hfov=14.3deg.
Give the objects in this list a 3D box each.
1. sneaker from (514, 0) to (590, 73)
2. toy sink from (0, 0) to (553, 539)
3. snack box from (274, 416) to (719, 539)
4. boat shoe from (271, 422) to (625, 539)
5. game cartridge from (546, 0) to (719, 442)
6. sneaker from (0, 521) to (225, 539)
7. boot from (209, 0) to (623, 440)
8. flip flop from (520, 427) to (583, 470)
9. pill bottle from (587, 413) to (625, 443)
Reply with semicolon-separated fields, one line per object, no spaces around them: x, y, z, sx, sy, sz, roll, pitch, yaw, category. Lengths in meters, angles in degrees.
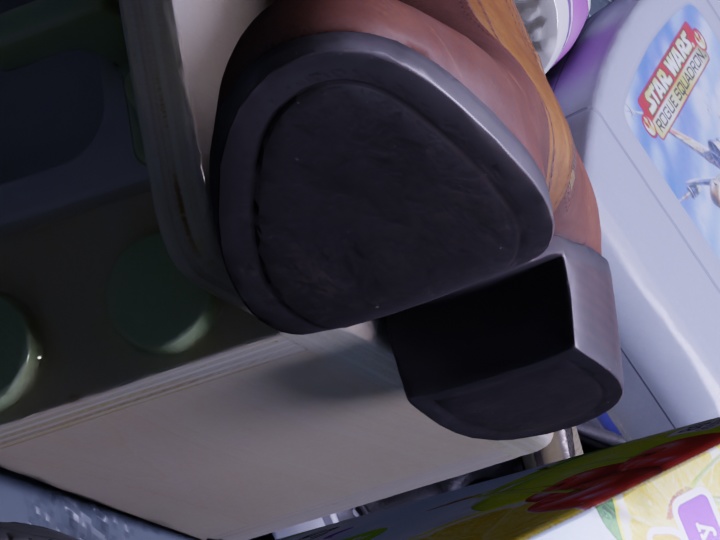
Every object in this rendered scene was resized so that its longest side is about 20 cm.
-0.016;-0.130;0.855;0.200;0.073;0.114;41;26;-2;sneaker
-0.048;-0.021;0.704;0.200;0.112;0.131;30;45;-62;toy sink
-0.031;0.095;0.505;0.200;0.169;0.068;-19;89;-43;snack box
0.041;0.067;0.878;0.200;0.066;0.070;23;51;-58;boat shoe
0.104;-0.017;0.870;0.133;0.041;0.200;58;29;-13;game cartridge
-0.043;0.094;0.682;0.200;0.104;0.060;13;88;-25;sneaker
0.005;-0.082;0.633;0.188;0.068;0.200;34;42;-59;boot
0.000;0.000;0.824;0.200;0.058;0.081;50;-5;22;flip flop
0.128;0.056;1.020;0.200;0.112;0.112;53;29;-35;pill bottle
